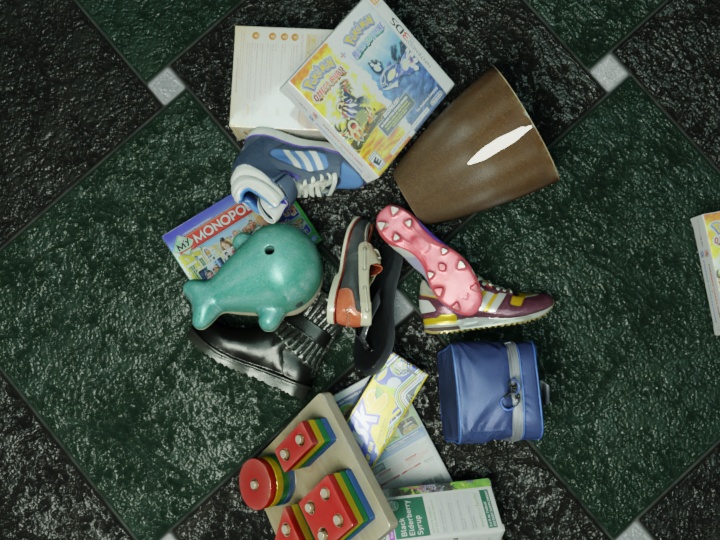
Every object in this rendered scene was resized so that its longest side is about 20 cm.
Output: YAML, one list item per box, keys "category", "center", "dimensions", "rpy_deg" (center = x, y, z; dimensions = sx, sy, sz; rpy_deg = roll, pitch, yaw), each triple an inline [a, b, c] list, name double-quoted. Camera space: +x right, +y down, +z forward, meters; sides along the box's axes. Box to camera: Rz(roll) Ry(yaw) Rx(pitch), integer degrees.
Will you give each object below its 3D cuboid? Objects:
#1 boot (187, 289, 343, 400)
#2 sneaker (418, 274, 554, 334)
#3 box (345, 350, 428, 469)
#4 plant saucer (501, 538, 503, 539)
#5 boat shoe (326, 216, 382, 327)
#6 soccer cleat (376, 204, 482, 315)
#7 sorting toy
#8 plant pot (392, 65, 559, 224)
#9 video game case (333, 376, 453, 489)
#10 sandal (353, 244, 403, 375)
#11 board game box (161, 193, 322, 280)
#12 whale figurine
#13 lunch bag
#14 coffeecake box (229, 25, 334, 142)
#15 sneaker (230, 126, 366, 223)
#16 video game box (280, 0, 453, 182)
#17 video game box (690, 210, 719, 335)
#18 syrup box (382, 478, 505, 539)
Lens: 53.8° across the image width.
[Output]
- category: "boot"
  center: [-0.133, 0.078, 1.047]
  dimensions: [0.209, 0.079, 0.159]
  rpy_deg: [25, 88, -2]
- category: "sneaker"
  center: [0.185, 0.038, 1.049]
  dimensions: [0.197, 0.075, 0.091]
  rpy_deg: [-9, 90, -1]
- category: "box"
  center: [0.016, 0.216, 1.023]
  dimensions: [0.070, 0.064, 0.201]
  rpy_deg: [31, 87, 3]
- category: "plant saucer"
  center: [0.136, 0.440, 0.980]
  dimensions: [0.197, 0.201, 0.032]
  rpy_deg: [6, 125, 1]
- category: "boat shoe"
  center: [0.000, 0.000, 1.018]
  dimensions: [0.062, 0.072, 0.201]
  rpy_deg: [4, 45, 9]
- category: "soccer cleat"
  center: [0.101, -0.017, 1.021]
  dimensions: [0.200, 0.076, 0.067]
  rpy_deg: [44, 96, 8]
- category: "sorting toy"
  center: [-0.076, 0.305, 0.953]
  dimensions: [0.199, 0.069, 0.201]
  rpy_deg: [-48, 59, 28]
- category: "plant pot"
  center: [0.153, -0.157, 1.028]
  dimensions: [0.199, 0.187, 0.188]
  rpy_deg: [-32, 85, 12]
- category: "video game case"
  center: [0.031, 0.263, 1.060]
  dimensions: [0.142, 0.018, 0.202]
  rpy_deg: [-28, 86, -1]
- category: "sandal"
  center: [0.016, 0.054, 1.035]
  dimensions: [0.043, 0.076, 0.202]
  rpy_deg: [25, 61, -33]
- category: "board game box"
  center: [-0.175, -0.045, 1.061]
  dimensions: [0.199, 0.029, 0.135]
  rpy_deg: [-34, 87, -16]
- category: "whale figurine"
  center: [-0.150, 0.008, 0.980]
  dimensions: [0.198, 0.104, 0.160]
  rpy_deg: [-19, 65, -5]
- category: "lunch bag"
  center: [0.184, 0.166, 0.976]
  dimensions: [0.130, 0.200, 0.138]
  rpy_deg: [-3, 80, -2]
- category: "coffeecake box"
  center: [-0.091, -0.280, 1.078]
  dimensions: [0.197, 0.073, 0.156]
  rpy_deg: [3, 85, 1]
- category: "sneaker"
  center: [-0.089, -0.117, 1.028]
  dimensions: [0.198, 0.081, 0.148]
  rpy_deg: [16, 58, -11]
- category: "video game box"
  center: [0.015, -0.263, 1.014]
  dimensions: [0.182, 0.047, 0.201]
  rpy_deg: [43, 71, -14]
- category: "video game box"
  center: [0.617, -0.010, 1.063]
  dimensions: [0.197, 0.047, 0.185]
  rpy_deg: [-10, 83, 0]
- category: "syrup box"
  center: [0.090, 0.354, 0.992]
  dimensions: [0.197, 0.082, 0.079]
  rpy_deg: [-2, 46, -10]
